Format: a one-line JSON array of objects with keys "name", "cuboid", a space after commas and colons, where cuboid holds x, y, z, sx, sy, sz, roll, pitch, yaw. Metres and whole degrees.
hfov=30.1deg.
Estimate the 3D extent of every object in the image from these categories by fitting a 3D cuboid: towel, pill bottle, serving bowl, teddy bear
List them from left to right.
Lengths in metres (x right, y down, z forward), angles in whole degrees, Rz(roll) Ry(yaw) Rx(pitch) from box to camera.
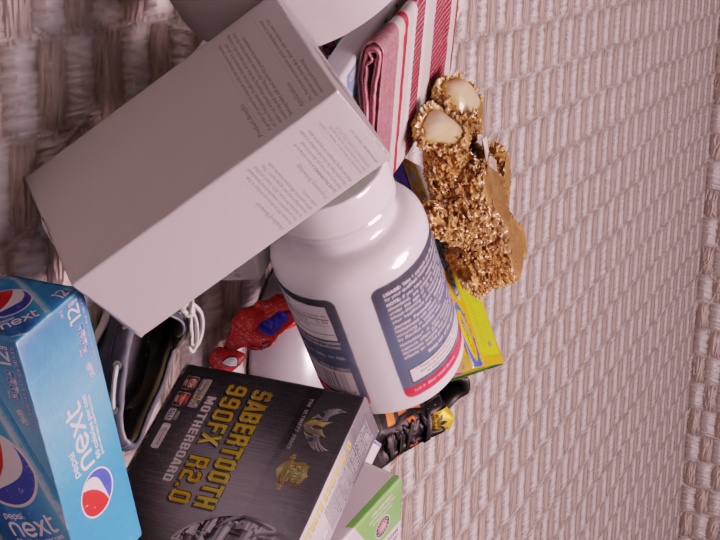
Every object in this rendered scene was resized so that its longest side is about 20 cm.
[{"name": "serving bowl", "cuboid": [-0.025, 0.072, 1.218, 0.200, 0.066, 0.200, 8, 90, -66]}, {"name": "pill bottle", "cuboid": [0.000, 0.000, 0.989, 0.120, 0.119, 0.200, -61, 146, -38]}, {"name": "towel", "cuboid": [0.039, -0.163, 1.085, 0.200, 0.023, 0.144, -57, 158, -49]}, {"name": "teddy bear", "cuboid": [0.087, -0.073, 1.156, 0.200, 0.067, 0.145, 57, 36, -47]}]

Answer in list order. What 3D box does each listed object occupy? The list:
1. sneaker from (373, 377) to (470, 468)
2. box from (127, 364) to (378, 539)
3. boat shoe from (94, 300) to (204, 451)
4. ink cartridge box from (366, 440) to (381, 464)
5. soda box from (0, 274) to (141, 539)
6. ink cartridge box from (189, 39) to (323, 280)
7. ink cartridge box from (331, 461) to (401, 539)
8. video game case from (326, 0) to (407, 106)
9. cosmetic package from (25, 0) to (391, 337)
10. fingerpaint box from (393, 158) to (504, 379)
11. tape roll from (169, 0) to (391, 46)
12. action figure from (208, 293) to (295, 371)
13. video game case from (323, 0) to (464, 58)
[{"name": "sneaker", "cuboid": [0.046, 0.151, 1.361, 0.200, 0.090, 0.070, -47, 138, -52]}, {"name": "box", "cuboid": [-0.096, 0.170, 0.982, 0.200, 0.158, 0.048, -63, 149, -34]}, {"name": "boat shoe", "cuboid": [-0.149, 0.036, 0.942, 0.075, 0.062, 0.200, 60, 42, -45]}, {"name": "ink cartridge box", "cuboid": [-0.069, 0.212, 1.162, 0.200, 0.043, 0.198, -65, 151, -13]}, {"name": "soda box", "cuboid": [-0.200, 0.107, 0.851, 0.068, 0.064, 0.200, -49, 139, -50]}, {"name": "ink cartridge box", "cuboid": [-0.076, -0.114, 1.006, 0.200, 0.047, 0.160, -65, 152, -50]}, {"name": "ink cartridge box", "cuboid": [-0.035, 0.275, 1.122, 0.145, 0.084, 0.200, -40, 139, -46]}, {"name": "video game case", "cuboid": [0.008, -0.137, 1.084, 0.182, 0.022, 0.200, 93, 20, -48]}, {"name": "cosmetic package", "cuboid": [-0.098, -0.065, 0.840, 0.085, 0.200, 0.108, 45, 12, -53]}, {"name": "fingerpaint box", "cuboid": [0.056, 0.006, 1.246, 0.167, 0.073, 0.200, 7, 63, -75]}, {"name": "tape roll", "cuboid": [-0.063, -0.262, 0.876, 0.139, 0.202, 0.203, 55, 48, -55]}, {"name": "action figure", "cuboid": [-0.044, 0.022, 1.110, 0.200, 0.052, 0.065, -35, 169, -17]}, {"name": "video game case", "cuboid": [0.013, -0.171, 1.189, 0.200, 0.036, 0.181, -21, 135, -61]}]
